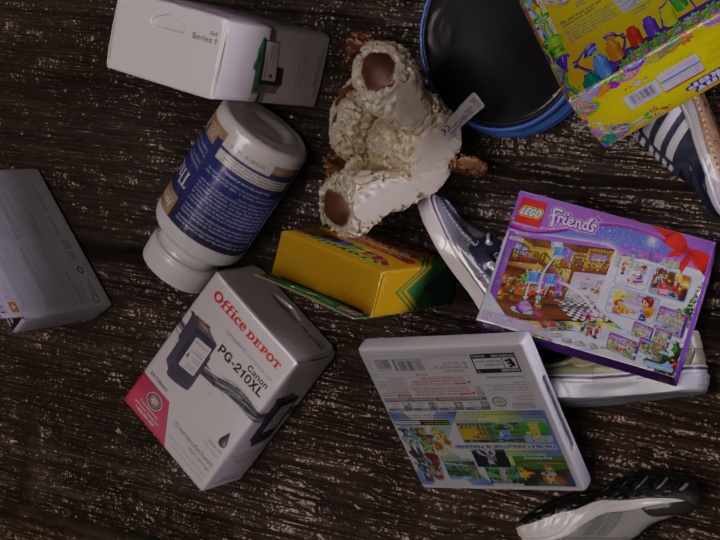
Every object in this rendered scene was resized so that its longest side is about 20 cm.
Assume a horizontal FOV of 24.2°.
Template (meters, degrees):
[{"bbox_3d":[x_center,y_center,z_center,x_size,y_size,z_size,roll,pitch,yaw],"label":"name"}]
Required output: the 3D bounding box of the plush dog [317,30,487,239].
[{"bbox_3d":[0.026,-0.143,1.700,0.172,0.159,0.202,42,122,53],"label":"plush dog"}]

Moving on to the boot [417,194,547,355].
[{"bbox_3d":[0.144,-0.010,1.681,0.090,0.073,0.201,-36,79,14],"label":"boot"}]

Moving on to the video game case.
[{"bbox_3d":[0.112,0.142,1.665,0.198,0.022,0.184,-4,122,38],"label":"video game case"}]

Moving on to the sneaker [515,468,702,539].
[{"bbox_3d":[0.249,0.249,1.635,0.199,0.074,0.080,-24,91,35],"label":"sneaker"}]

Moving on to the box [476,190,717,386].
[{"bbox_3d":[0.225,0.016,1.597,0.198,0.039,0.138,16,77,19],"label":"box"}]

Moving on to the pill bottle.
[{"bbox_3d":[-0.153,-0.078,1.815,0.111,0.111,0.201,44,113,20],"label":"pill bottle"}]

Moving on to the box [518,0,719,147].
[{"bbox_3d":[0.252,-0.256,1.512,0.199,0.122,0.194,-29,65,15],"label":"box"}]

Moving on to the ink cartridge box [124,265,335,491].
[{"bbox_3d":[-0.144,0.116,1.840,0.145,0.084,0.201,46,114,19],"label":"ink cartridge box"}]

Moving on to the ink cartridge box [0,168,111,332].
[{"bbox_3d":[-0.400,-0.025,1.914,0.040,0.199,0.201,-37,75,26],"label":"ink cartridge box"}]

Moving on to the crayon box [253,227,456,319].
[{"bbox_3d":[0.000,0.000,1.681,0.126,0.199,0.051,22,104,26],"label":"crayon box"}]

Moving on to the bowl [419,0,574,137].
[{"bbox_3d":[0.147,-0.234,1.671,0.199,0.039,0.203,2,95,30],"label":"bowl"}]

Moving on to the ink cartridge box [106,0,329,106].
[{"bbox_3d":[-0.147,-0.230,1.750,0.145,0.199,0.085,19,102,28],"label":"ink cartridge box"}]

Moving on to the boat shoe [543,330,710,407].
[{"bbox_3d":[0.242,0.096,1.632,0.198,0.072,0.063,-6,76,21],"label":"boat shoe"}]

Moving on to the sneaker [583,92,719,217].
[{"bbox_3d":[0.279,-0.125,1.582,0.108,0.070,0.202,-27,73,24],"label":"sneaker"}]
